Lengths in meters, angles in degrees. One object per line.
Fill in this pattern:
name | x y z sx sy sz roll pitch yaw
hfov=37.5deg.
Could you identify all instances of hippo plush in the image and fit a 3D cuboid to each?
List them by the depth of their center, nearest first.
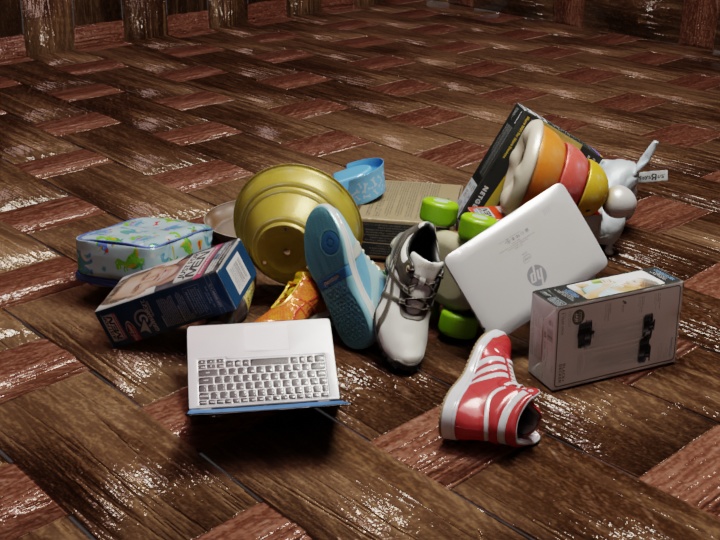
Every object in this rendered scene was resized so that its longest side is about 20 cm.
hippo plush | 0.409 -0.095 1.778 0.197 0.160 0.163 -3 49 31

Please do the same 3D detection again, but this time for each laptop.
laptop | -0.114 0.111 1.254 0.184 0.117 0.202 -2 51 -8

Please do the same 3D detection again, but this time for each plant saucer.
plant saucer | -0.168 -0.077 1.809 0.196 0.033 0.201 0 24 0

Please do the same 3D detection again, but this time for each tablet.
tablet | 0.220 -0.011 1.397 0.198 0.131 0.014 -32 1 -12

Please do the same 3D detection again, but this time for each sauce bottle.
sauce bottle | -0.185 0.046 1.484 0.065 0.067 0.201 1 26 1

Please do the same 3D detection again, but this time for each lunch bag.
lunch bag | -0.324 -0.027 1.592 0.158 0.084 0.200 8 14 19

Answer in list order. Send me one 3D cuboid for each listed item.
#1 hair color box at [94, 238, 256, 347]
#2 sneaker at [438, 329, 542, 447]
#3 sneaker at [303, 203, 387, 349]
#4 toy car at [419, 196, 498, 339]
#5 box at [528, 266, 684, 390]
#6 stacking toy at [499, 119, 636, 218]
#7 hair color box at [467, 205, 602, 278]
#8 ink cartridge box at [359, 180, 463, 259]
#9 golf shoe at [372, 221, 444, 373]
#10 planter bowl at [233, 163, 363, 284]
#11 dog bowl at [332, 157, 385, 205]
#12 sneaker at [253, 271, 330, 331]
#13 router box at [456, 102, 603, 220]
hair color box | -0.246 0.030 1.419 0.197 0.061 0.100 -18 22 21
sneaker | 0.175 0.141 1.259 0.111 0.072 0.200 7 31 24
sneaker | 0.000 0.000 1.467 0.079 0.203 0.130 -19 -2 39
toy car | 0.177 -0.007 1.517 0.198 0.167 0.157 -2 20 -40
box | 0.317 0.073 1.368 0.197 0.119 0.060 -11 23 -21
stacking toy | 0.316 -0.126 1.566 0.197 0.148 0.147 18 23 -1
hair color box | 0.264 -0.041 1.632 0.196 0.113 0.064 -3 24 -10
ink cartridge box | 0.084 -0.084 1.775 0.162 0.076 0.200 6 23 8
golf shoe | 0.066 0.028 1.385 0.076 0.095 0.203 10 64 -17
planter bowl | -0.099 -0.044 1.532 0.196 0.203 0.084 4 31 9
dog bowl | -0.049 -0.130 1.768 0.197 0.050 0.112 -17 19 3
sneaker | -0.091 0.047 1.447 0.072 0.078 0.199 -20 4 34
router box | 0.263 -0.137 1.680 0.155 0.202 0.052 26 17 -16
